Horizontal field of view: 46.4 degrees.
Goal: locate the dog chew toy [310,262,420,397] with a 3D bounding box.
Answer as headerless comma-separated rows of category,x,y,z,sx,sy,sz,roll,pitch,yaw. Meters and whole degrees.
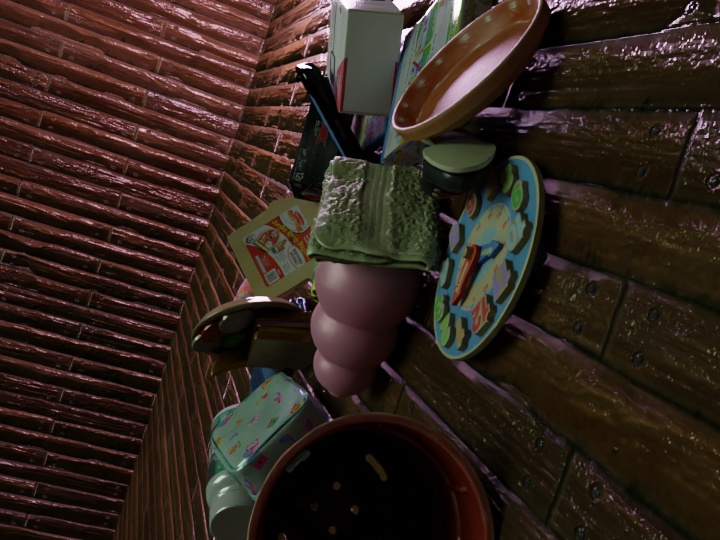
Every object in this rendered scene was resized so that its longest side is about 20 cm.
dog chew toy,-0.003,0.058,0.985,0.125,0.122,0.203,-113,34,-64

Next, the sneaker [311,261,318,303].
sneaker,-0.028,-0.041,1.210,0.084,0.073,0.201,-100,30,-48

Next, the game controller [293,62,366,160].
game controller,-0.041,-0.219,1.264,0.042,0.202,0.105,-27,21,7

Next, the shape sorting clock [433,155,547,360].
shape sorting clock,0.115,-0.013,0.797,0.200,0.039,0.203,-163,89,-73

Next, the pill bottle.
pill bottle,-0.182,0.315,1.303,0.201,0.112,0.114,-100,32,-55

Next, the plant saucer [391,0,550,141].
plant saucer,0.116,-0.208,0.876,0.199,0.032,0.201,-38,22,18

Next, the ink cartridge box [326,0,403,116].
ink cartridge box,0.002,-0.331,1.246,0.201,0.083,0.147,-105,19,-61

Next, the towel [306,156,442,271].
towel,0.022,-0.067,0.946,0.201,0.146,0.037,-81,-3,-54

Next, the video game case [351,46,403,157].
video game case,0.022,-0.251,1.339,0.200,0.018,0.145,154,130,-67

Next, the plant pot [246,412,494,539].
plant pot,-0.007,0.224,0.743,0.195,0.198,0.204,150,135,-77

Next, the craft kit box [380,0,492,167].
craft kit box,0.096,-0.253,1.072,0.197,0.048,0.203,146,138,-68

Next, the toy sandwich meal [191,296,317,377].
toy sandwich meal,-0.157,0.110,1.282,0.206,0.202,0.071,-52,44,49

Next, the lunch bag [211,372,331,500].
lunch bag,-0.129,0.230,1.176,0.160,0.077,0.200,-46,16,-11

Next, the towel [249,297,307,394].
towel,-0.145,0.148,1.449,0.112,0.048,0.202,-110,40,-61

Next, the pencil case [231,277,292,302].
pencil case,-0.142,0.013,1.410,0.201,0.087,0.087,-62,9,-34

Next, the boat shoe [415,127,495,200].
boat shoe,0.096,-0.104,0.862,0.202,0.072,0.064,-97,6,-74

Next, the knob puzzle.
knob puzzle,-0.102,-0.046,1.362,0.031,0.216,0.222,59,-153,-49

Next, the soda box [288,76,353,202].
soda box,-0.058,-0.214,1.372,0.063,0.070,0.203,82,-160,-69
